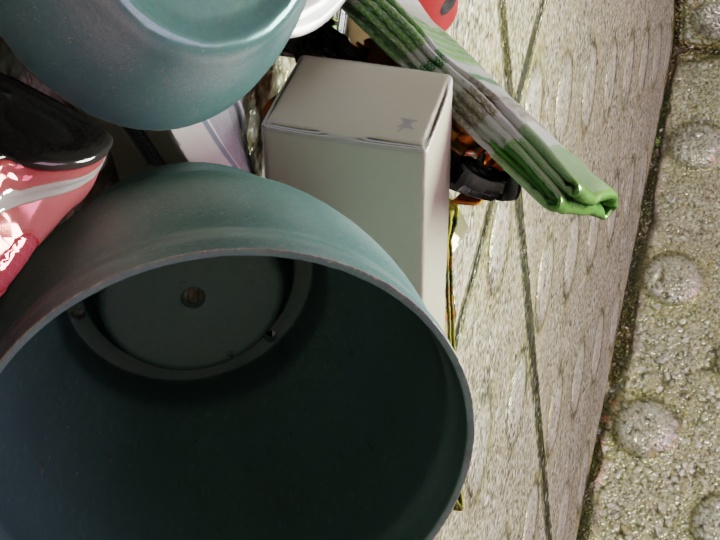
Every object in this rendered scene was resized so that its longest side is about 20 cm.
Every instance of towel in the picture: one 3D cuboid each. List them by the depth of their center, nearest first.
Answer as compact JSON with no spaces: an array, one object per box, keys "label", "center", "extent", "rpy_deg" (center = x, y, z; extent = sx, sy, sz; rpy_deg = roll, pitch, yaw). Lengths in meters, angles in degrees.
[{"label":"towel","center":[0.053,-0.105,0.882],"extent":[0.031,0.200,0.149],"rpy_deg":[-47,168,14]},{"label":"towel","center":[0.054,0.050,1.114],"extent":[0.086,0.018,0.202],"rpy_deg":[-101,-171,-79]}]

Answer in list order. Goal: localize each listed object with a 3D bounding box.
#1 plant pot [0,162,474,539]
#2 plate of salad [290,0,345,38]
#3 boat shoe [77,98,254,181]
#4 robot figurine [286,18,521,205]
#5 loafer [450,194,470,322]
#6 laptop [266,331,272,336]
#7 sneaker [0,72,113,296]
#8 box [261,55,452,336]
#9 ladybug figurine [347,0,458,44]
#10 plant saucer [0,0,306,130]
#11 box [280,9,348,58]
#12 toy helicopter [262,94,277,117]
[{"label":"plant pot","center":[-0.065,0.039,0.704],"extent":[0.135,0.199,0.201],"rpy_deg":[-109,-167,-54]},{"label":"plate of salad","center":[-0.054,-0.203,0.761],"extent":[0.200,0.048,0.202],"rpy_deg":[8,80,-58]},{"label":"boat shoe","center":[-0.078,-0.074,0.772],"extent":[0.072,0.070,0.201],"rpy_deg":[-66,157,-21]},{"label":"robot figurine","center":[0.025,-0.079,0.929],"extent":[0.058,0.145,0.200],"rpy_deg":[-55,177,16]},{"label":"loafer","center":[0.049,-0.041,1.291],"extent":[0.076,0.068,0.202],"rpy_deg":[-53,147,-63]},{"label":"laptop","center":[-0.047,0.132,0.924],"extent":[0.200,0.103,0.178],"rpy_deg":[-60,-175,41]},{"label":"sneaker","center":[-0.150,-0.011,0.580],"extent":[0.087,0.073,0.200],"rpy_deg":[-61,180,25]},{"label":"box","center":[0.000,0.000,0.839],"extent":[0.069,0.082,0.201],"rpy_deg":[-67,163,-50]},{"label":"ladybug figurine","center":[0.030,-0.211,1.075],"extent":[0.200,0.071,0.137],"rpy_deg":[89,6,-60]},{"label":"plant saucer","center":[-0.073,-0.156,0.660],"extent":[0.199,0.036,0.202],"rpy_deg":[-1,91,-51]},{"label":"box","center":[-0.041,-0.217,0.903],"extent":[0.193,0.047,0.202],"rpy_deg":[-11,109,-72]},{"label":"toy helicopter","center":[0.003,-0.040,1.030],"extent":[0.133,0.078,0.200],"rpy_deg":[65,9,11]}]
